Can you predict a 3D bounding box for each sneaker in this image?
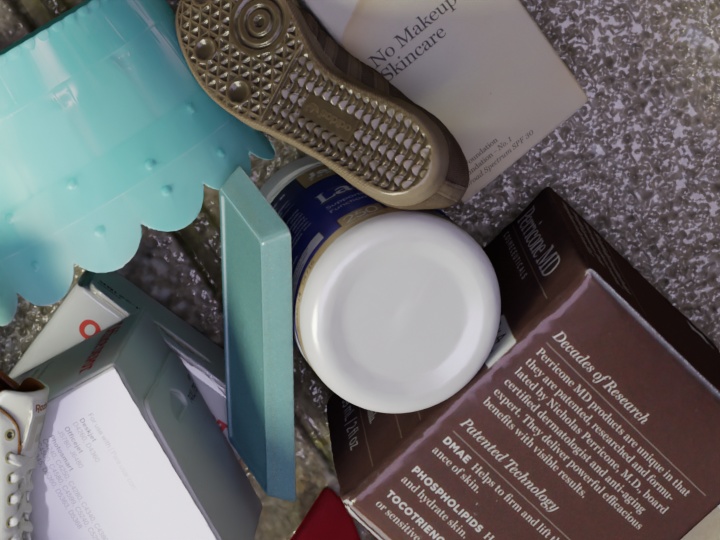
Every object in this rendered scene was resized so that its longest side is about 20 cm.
[{"bbox_3d":[-0.194,0.108,1.294,0.084,0.073,0.201,-20,98,9],"label":"sneaker"},{"bbox_3d":[-0.022,-0.094,1.366,0.200,0.076,0.071,42,98,25],"label":"sneaker"}]

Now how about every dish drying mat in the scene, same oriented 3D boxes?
[{"bbox_3d":[-0.034,0.203,1.486,0.018,0.200,0.077,-14,104,20],"label":"dish drying mat"}]

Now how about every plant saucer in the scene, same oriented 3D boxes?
[{"bbox_3d":[-0.059,0.041,1.389,0.019,0.070,0.201,-16,131,-22],"label":"plant saucer"}]

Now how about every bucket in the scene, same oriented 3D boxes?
[{"bbox_3d":[-0.168,-0.074,1.424,0.207,0.207,0.135,-29,99,7],"label":"bucket"}]

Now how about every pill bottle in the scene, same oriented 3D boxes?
[{"bbox_3d":[0.000,0.000,1.427,0.115,0.200,0.116,-4,107,-15],"label":"pill bottle"}]

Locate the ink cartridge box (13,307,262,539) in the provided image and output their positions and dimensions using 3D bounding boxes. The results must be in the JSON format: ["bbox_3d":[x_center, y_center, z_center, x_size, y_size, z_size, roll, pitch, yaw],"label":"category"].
[{"bbox_3d":[-0.180,0.142,1.412,0.200,0.147,0.146,-29,99,8],"label":"ink cartridge box"}]

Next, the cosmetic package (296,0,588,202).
[{"bbox_3d":[0.034,-0.149,1.425,0.103,0.073,0.200,-40,123,1],"label":"cosmetic package"}]

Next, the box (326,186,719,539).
[{"bbox_3d":[0.108,0.093,1.464,0.164,0.166,0.200,42,100,-16],"label":"box"}]

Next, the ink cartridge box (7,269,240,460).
[{"bbox_3d":[-0.168,0.116,1.525,0.144,0.084,0.200,36,101,-7],"label":"ink cartridge box"}]

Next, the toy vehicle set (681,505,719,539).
[{"bbox_3d":[0.263,0.157,1.556,0.199,0.027,0.125,-25,101,7],"label":"toy vehicle set"}]

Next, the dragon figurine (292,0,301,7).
[{"bbox_3d":[-0.073,-0.213,1.457,0.059,0.100,0.200,-30,120,6],"label":"dragon figurine"}]
